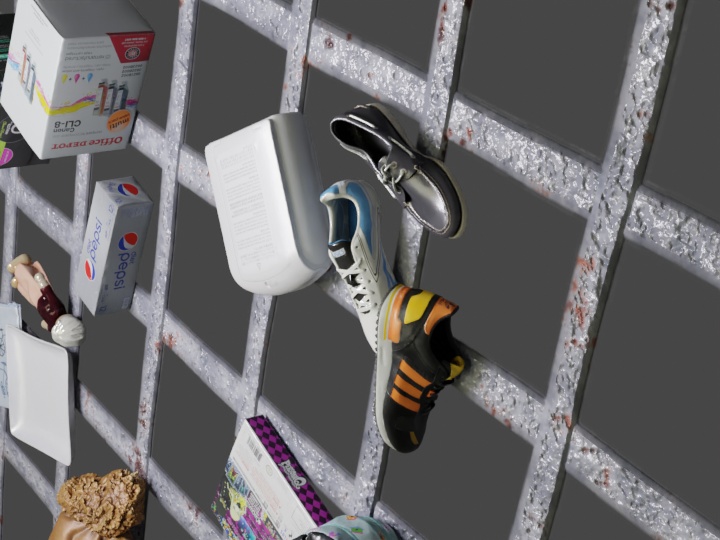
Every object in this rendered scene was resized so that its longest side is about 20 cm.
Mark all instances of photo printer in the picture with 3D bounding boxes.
[{"bbox_3d":[-0.106,-0.072,1.587,0.166,0.069,0.202,-15,87,52],"label":"photo printer"}]

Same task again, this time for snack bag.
[{"bbox_3d":[-0.632,0.149,2.366,0.188,0.021,0.203,4,102,51],"label":"snack bag"}]

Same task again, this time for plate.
[{"bbox_3d":[-0.529,0.204,2.225,0.199,0.032,0.202,15,109,45],"label":"plate"}]

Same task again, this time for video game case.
[{"bbox_3d":[-0.114,0.320,1.721,0.200,0.036,0.182,51,134,33],"label":"video game case"}]

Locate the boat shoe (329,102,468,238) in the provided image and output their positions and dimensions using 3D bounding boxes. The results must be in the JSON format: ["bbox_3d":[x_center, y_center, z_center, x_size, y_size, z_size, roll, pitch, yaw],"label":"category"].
[{"bbox_3d":[0.037,-0.101,1.400,0.200,0.062,0.073,52,135,31],"label":"boat shoe"}]

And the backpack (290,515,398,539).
[{"bbox_3d":[-0.015,0.387,1.537,0.166,0.126,0.203,-12,88,41],"label":"backpack"}]

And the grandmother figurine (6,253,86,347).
[{"bbox_3d":[-0.504,0.053,2.152,0.200,0.060,0.122,43,157,34],"label":"grandmother figurine"}]

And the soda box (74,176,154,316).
[{"bbox_3d":[-0.358,-0.034,1.930,0.068,0.063,0.201,46,132,34],"label":"soda box"}]

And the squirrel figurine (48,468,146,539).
[{"bbox_3d":[-0.375,0.403,2.005,0.185,0.141,0.203,14,112,43],"label":"squirrel figurine"}]

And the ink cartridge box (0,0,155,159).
[{"bbox_3d":[-0.396,-0.280,1.852,0.145,0.144,0.201,50,135,32],"label":"ink cartridge box"}]

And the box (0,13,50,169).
[{"bbox_3d":[-0.565,-0.281,2.089,0.201,0.123,0.149,57,139,25],"label":"box"}]

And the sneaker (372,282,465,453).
[{"bbox_3d":[0.067,0.114,1.411,0.089,0.070,0.202,12,119,27],"label":"sneaker"}]

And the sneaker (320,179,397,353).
[{"bbox_3d":[0.000,0.000,1.467,0.072,0.072,0.202,-18,86,51],"label":"sneaker"}]
